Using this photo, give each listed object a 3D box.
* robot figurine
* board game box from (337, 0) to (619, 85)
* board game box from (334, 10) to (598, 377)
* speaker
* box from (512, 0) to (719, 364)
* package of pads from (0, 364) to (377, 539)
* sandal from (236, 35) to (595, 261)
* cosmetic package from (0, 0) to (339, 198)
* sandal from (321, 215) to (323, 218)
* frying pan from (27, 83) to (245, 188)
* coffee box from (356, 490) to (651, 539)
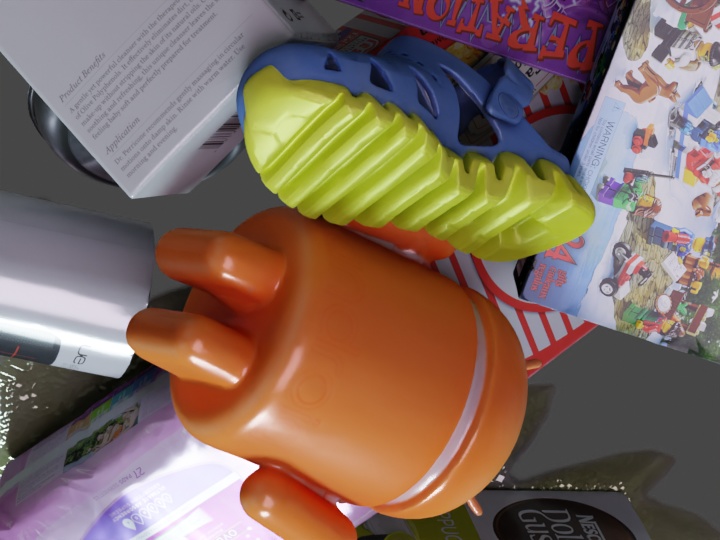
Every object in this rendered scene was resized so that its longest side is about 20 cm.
[{"bbox_3d":[-0.007,0.046,1.123,0.199,0.144,0.117,24,132,-30],"label":"robot figurine"},{"bbox_3d":[0.069,-0.159,1.132,0.199,0.032,0.121,14,100,-36],"label":"board game box"},{"bbox_3d":[0.073,-0.058,1.210,0.151,0.046,0.201,-36,121,-20],"label":"board game box"},{"bbox_3d":[-0.201,-0.005,1.194,0.199,0.081,0.082,13,113,-17],"label":"speaker"},{"bbox_3d":[0.169,-0.061,1.154,0.136,0.038,0.201,18,108,-7],"label":"box"},{"bbox_3d":[-0.081,0.107,1.248,0.200,0.076,0.120,-35,115,26],"label":"package of pads"},{"bbox_3d":[0.020,-0.065,1.085,0.079,0.088,0.199,-27,151,33],"label":"sandal"},{"bbox_3d":[-0.118,-0.140,1.089,0.108,0.085,0.200,-42,83,13],"label":"cosmetic package"},{"bbox_3d":[0.000,0.000,1.248,0.200,0.055,0.082,-40,117,9],"label":"sandal"},{"bbox_3d":[-0.069,-0.084,1.171,0.189,0.031,0.115,-16,142,20],"label":"frying pan"},{"bbox_3d":[0.063,0.248,1.302,0.196,0.200,0.201,2,115,-13],"label":"coffee box"}]
